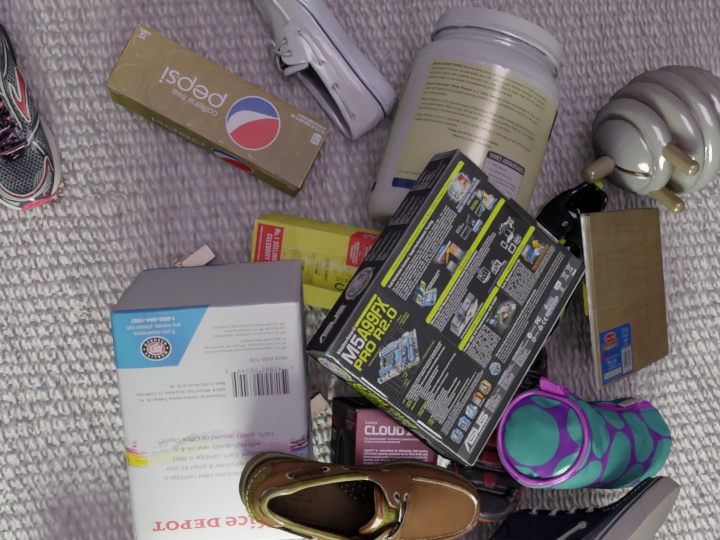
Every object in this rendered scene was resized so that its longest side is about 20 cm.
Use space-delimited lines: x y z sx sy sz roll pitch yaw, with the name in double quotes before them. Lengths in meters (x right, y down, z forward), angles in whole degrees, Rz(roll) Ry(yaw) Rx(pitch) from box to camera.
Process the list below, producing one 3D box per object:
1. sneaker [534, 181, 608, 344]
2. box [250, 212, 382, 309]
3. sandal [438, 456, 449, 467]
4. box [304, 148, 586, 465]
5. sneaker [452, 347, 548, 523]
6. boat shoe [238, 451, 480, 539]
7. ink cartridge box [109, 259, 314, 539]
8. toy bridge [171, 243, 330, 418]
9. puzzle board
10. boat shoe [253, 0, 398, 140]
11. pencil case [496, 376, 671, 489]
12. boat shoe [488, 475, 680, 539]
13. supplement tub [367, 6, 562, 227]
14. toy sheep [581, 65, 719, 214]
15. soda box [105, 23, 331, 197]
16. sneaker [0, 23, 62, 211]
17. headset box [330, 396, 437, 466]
"sneaker" 0.180 -0.017 0.890 0.072 0.083 0.200 33 52 -7
"box" 0.000 0.000 0.872 0.199 0.050 0.076 12 104 16
"sandal" 0.071 0.096 0.905 0.059 0.079 0.207 14 86 -10
"box" 0.074 0.030 0.776 0.160 0.044 0.200 39 73 -19
"sneaker" 0.130 0.150 0.916 0.071 0.098 0.201 14 60 7
"boat shoe" 0.008 0.184 0.734 0.199 0.068 0.072 7 91 -19
"ink cartridge box" -0.116 0.107 0.811 0.146 0.146 0.201 -3 104 -2
"toy bridge" -0.115 0.068 0.905 0.067 0.027 0.200 -38 93 -8
"puzzle board" 0.247 0.019 0.897 0.017 0.200 0.151 -3 93 34
"boat shoe" -0.051 -0.210 0.910 0.200 0.074 0.067 45 79 -4
"pencil case" 0.204 0.150 0.861 0.085 0.200 0.093 20 94 38
"boat shoe" 0.185 0.225 0.832 0.200 0.075 0.093 -32 50 -29
"supplement tub" 0.101 -0.124 0.892 0.145 0.145 0.201 19 84 -7
"toy sheep" 0.294 -0.129 0.928 0.200 0.138 0.138 -25 90 -26
"soda box" -0.132 -0.147 0.899 0.200 0.064 0.068 28 83 -5
"sneaker" -0.335 -0.148 0.864 0.080 0.075 0.201 -24 91 -9
"headset box" 0.017 0.197 0.855 0.077 0.149 0.201 2 87 -9
